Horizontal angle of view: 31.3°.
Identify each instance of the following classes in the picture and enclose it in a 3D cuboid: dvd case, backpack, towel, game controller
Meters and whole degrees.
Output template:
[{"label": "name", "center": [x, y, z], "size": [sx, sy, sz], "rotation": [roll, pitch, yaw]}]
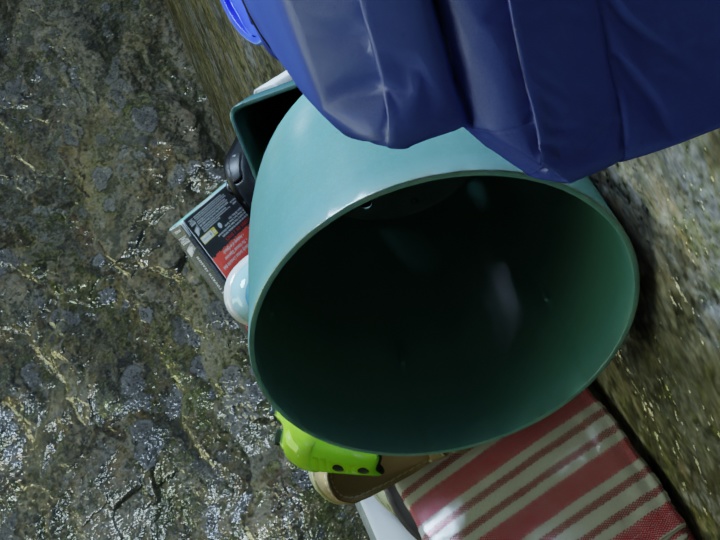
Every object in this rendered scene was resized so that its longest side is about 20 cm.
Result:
[{"label": "dvd case", "center": [-0.066, 0.014, 1.095], "size": [0.200, 0.022, 0.146], "rotation": [54, -148, -10]}, {"label": "backpack", "center": [0.033, -0.135, 0.432], "size": [0.200, 0.168, 0.163], "rotation": [-117, 14, -62]}, {"label": "towel", "center": [0.105, 0.140, 0.819], "size": [0.030, 0.146, 0.200], "rotation": [51, -174, -43]}, {"label": "game controller", "center": [-0.067, -0.095, 1.136], "size": [0.200, 0.042, 0.104], "rotation": [-72, -38, -56]}]

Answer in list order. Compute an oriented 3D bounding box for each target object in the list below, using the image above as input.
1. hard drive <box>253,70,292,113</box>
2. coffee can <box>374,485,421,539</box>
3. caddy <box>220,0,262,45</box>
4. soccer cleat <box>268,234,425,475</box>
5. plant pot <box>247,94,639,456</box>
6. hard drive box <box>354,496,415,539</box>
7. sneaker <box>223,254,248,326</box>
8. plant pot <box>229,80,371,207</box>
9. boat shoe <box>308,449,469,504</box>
[{"label": "hard drive", "center": [-0.032, -0.121, 1.149], "size": [0.200, 0.027, 0.132], "rotation": [-54, -54, -66]}, {"label": "coffee can", "center": [0.076, 0.139, 1.000], "size": [0.200, 0.146, 0.147], "rotation": [146, 102, -83]}, {"label": "caddy", "center": [-0.044, -0.252, 0.898], "size": [0.200, 0.105, 0.141], "rotation": [67, 151, 12]}, {"label": "soccer cleat", "center": [0.012, 0.042, 0.801], "size": [0.068, 0.081, 0.200], "rotation": [82, -155, -51]}, {"label": "plant pot", "center": [0.030, -0.025, 0.701], "size": [0.161, 0.200, 0.201], "rotation": [-104, -1, -45]}, {"label": "hard drive box", "center": [0.063, 0.170, 1.160], "size": [0.077, 0.156, 0.200], "rotation": [86, 160, -65]}, {"label": "sneaker", "center": [0.000, 0.000, 1.001], "size": [0.131, 0.200, 0.080], "rotation": [171, 87, -70]}, {"label": "plant pot", "center": [-0.001, -0.091, 0.954], "size": [0.200, 0.141, 0.141], "rotation": [-97, -13, -75]}, {"label": "boat shoe", "center": [0.052, 0.083, 0.823], "size": [0.072, 0.200, 0.065], "rotation": [52, 177, -26]}]
